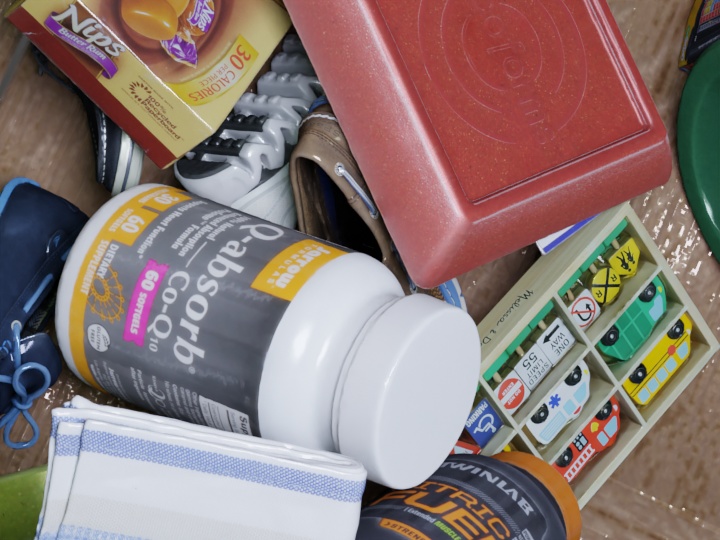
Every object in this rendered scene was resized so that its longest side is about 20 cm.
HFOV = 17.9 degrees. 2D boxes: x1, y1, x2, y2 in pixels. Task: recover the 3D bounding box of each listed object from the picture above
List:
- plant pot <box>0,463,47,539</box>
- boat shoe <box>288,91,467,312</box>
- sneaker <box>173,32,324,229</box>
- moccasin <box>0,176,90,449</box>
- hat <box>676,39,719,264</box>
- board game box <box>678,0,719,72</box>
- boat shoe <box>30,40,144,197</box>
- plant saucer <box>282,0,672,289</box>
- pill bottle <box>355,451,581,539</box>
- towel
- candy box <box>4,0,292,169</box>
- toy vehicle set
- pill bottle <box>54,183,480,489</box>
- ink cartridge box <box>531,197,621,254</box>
[{"bbox_3d":[-0.118,0.202,1.175,0.200,0.200,0.184,-11,98,-15],"label":"plant pot"},{"bbox_3d":[0.000,0.000,1.240,0.072,0.072,0.200,-46,127,-42],"label":"boat shoe"},{"bbox_3d":[-0.016,-0.090,1.288,0.200,0.075,0.081,-45,121,-20],"label":"sneaker"},{"bbox_3d":[-0.186,0.039,1.198,0.068,0.080,0.200,22,63,-7],"label":"moccasin"},{"bbox_3d":[0.299,-0.071,1.325,0.176,0.200,0.166,-22,62,-22],"label":"hat"},{"bbox_3d":[0.306,-0.122,1.314,0.200,0.165,0.057,19,80,-12],"label":"board game box"},{"bbox_3d":[-0.155,-0.133,1.251,0.062,0.075,0.200,-10,80,-13],"label":"boat shoe"},{"bbox_3d":[0.070,-0.114,1.221,0.200,0.037,0.200,-23,88,-37],"label":"plant saucer"},{"bbox_3d":[0.037,0.158,1.159,0.200,0.106,0.106,-29,92,-53],"label":"pill bottle"},{"bbox_3d":[-0.085,0.162,1.063,0.147,0.024,0.200,11,109,-4],"label":"towel"},{"bbox_3d":[-0.089,-0.163,1.228,0.117,0.056,0.200,45,49,-15],"label":"candy box"},{"bbox_3d":[0.107,0.070,1.287,0.200,0.027,0.124,-47,124,-14],"label":"toy vehicle set"},{"bbox_3d":[-0.047,0.034,1.163,0.200,0.116,0.116,19,77,30],"label":"pill bottle"},{"bbox_3d":[0.069,-0.109,1.260,0.095,0.037,0.200,-35,92,-37],"label":"ink cartridge box"}]
